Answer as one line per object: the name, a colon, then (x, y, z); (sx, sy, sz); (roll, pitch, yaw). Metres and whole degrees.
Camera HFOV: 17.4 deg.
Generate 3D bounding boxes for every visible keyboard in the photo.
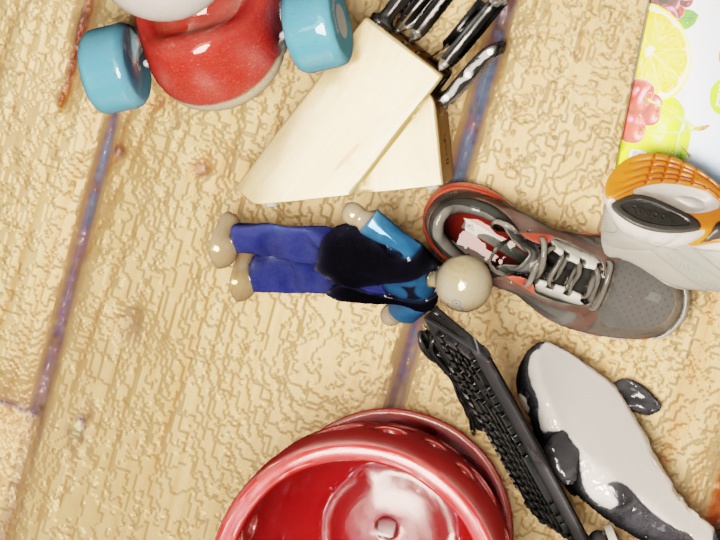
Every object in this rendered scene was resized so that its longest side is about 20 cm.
keyboard: (0.090, 0.103, 1.635); (0.021, 0.127, 0.200); (-35, 124, -10)

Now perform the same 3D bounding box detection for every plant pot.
plant pot: (0.009, 0.199, 1.632); (0.200, 0.182, 0.201); (1, 97, 8)

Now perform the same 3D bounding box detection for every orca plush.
orca plush: (0.178, 0.139, 1.674); (0.200, 0.071, 0.105); (36, 56, -7)

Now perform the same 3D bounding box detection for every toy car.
toy car: (-0.122, -0.220, 1.571); (0.184, 0.200, 0.177); (-9, 66, 15)

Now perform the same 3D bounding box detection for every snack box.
snack box: (0.275, -0.151, 1.606); (0.168, 0.068, 0.200); (13, 100, 7)

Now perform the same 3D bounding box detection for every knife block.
knife block: (0.006, -0.142, 1.652); (0.200, 0.064, 0.176); (-6, 95, 10)

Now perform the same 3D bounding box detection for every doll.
doll: (0.000, 0.000, 1.648); (0.200, 0.137, 0.049); (5, 55, 25)

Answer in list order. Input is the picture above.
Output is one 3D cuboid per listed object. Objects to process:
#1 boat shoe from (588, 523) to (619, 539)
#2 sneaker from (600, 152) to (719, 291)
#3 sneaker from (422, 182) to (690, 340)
boat shoe: (0.175, 0.280, 1.675); (0.060, 0.074, 0.200); (-9, 104, 5)
sneaker: (0.256, -0.014, 1.592); (0.200, 0.092, 0.076); (22, 64, 5)
sneaker: (0.132, 0.002, 1.639); (0.200, 0.082, 0.077); (20, 100, 6)
